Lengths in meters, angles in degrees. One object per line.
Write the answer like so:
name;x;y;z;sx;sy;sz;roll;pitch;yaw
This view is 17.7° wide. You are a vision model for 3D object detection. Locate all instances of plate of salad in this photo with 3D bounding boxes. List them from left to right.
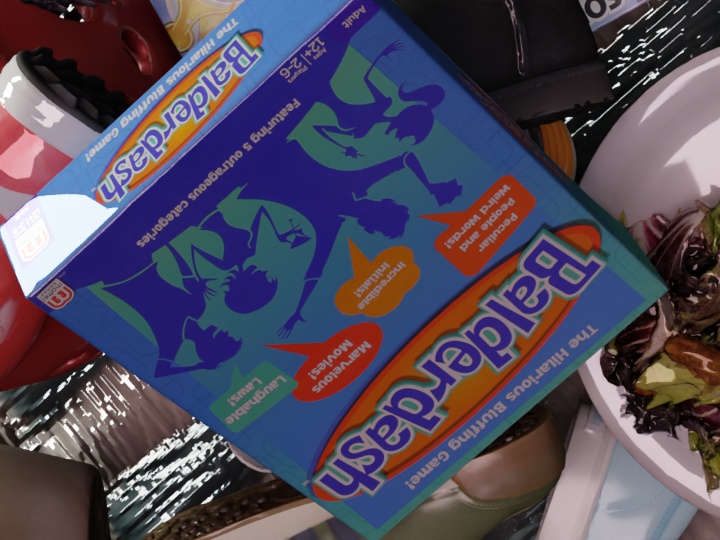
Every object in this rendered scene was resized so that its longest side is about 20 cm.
plate of salad;0.171;0.010;0.872;0.199;0.048;0.201;4;104;17

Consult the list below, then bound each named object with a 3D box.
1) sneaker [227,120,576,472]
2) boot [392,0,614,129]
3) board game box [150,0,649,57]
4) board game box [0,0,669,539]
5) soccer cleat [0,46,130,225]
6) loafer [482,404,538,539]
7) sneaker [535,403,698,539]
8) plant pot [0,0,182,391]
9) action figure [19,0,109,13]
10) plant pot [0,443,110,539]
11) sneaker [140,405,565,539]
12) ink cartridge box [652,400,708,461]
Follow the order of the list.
sneaker;0.000;0.000;0.961;0.200;0.077;0.078;-52;42;17
boot;-0.003;-0.140;0.872;0.066;0.164;0.201;-19;87;62
board game box;0.015;-0.129;0.967;0.200;0.034;0.136;-29;92;19
board game box;-0.004;-0.003;0.816;0.152;0.045;0.200;-42;132;10
soccer cleat;-0.069;-0.004;0.872;0.200;0.068;0.073;34;104;-30
loafer;0.013;0.120;1.015;0.072;0.063;0.200;33;114;-21
sneaker;0.104;0.161;0.984;0.082;0.074;0.201;16;110;8
plant pot;-0.179;-0.041;0.965;0.199;0.182;0.201;3;100;15
action figure;-0.095;-0.198;0.946;0.119;0.102;0.201;-21;51;39
plant pot;-0.199;0.148;1.020;0.173;0.200;0.201;-3;101;-2
sneaker;0.004;0.124;0.944;0.199;0.067;0.090;-20;101;22
ink cartridge box;0.189;0.037;0.936;0.199;0.067;0.117;27;107;9
